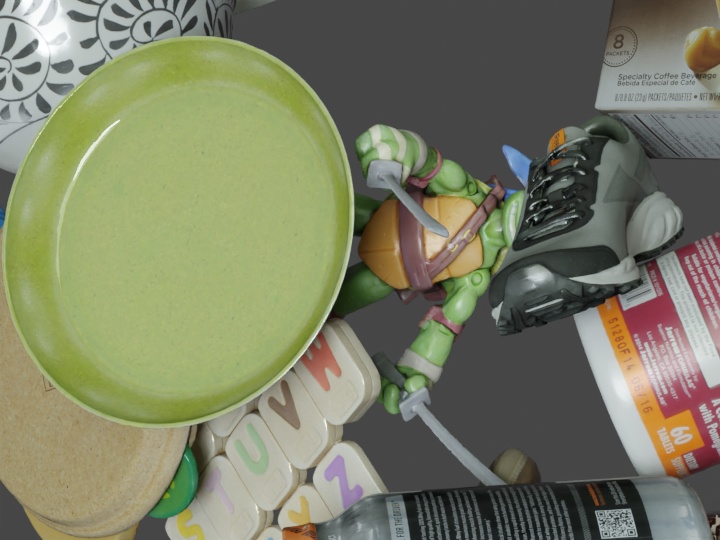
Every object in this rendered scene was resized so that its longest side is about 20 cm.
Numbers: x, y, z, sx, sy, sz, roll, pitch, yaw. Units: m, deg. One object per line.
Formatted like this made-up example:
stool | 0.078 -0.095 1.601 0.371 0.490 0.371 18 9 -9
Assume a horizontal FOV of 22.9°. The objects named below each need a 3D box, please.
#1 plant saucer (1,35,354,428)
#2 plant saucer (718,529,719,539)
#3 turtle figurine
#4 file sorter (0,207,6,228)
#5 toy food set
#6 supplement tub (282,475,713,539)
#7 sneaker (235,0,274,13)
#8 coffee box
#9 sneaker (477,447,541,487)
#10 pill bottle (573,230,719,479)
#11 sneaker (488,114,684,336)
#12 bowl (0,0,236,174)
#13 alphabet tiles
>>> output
plant saucer | -0.090 -0.019 0.906 0.198 0.031 0.202 -4 77 20
plant saucer | 0.262 0.208 0.860 0.198 0.037 0.202 10 77 18
turtle figurine | 0.000 0.000 0.947 0.192 0.144 0.201 -4 49 28
file sorter | -0.339 -0.078 1.085 0.122 0.139 0.200 -41 68 6
toy food set | -0.152 0.053 0.992 0.198 0.048 0.201 -38 68 37
supplement tub | 0.063 0.163 0.841 0.198 0.123 0.124 -2 73 -4
sneaker | -0.099 -0.202 1.060 0.198 0.111 0.077 -25 69 9
coffee box | 0.234 -0.123 0.926 0.198 0.080 0.116 4 76 35
sneaker | 0.068 0.196 0.934 0.075 0.070 0.202 21 84 1
pill bottle | 0.217 0.024 0.903 0.198 0.110 0.110 -23 70 10
sneaker | 0.102 -0.024 0.877 0.073 0.200 0.080 -20 99 25
bowl | -0.153 -0.101 1.006 0.199 0.201 0.095 -19 78 11
alphabet tiles | -0.063 0.083 0.960 0.196 0.015 0.200 56 132 22
